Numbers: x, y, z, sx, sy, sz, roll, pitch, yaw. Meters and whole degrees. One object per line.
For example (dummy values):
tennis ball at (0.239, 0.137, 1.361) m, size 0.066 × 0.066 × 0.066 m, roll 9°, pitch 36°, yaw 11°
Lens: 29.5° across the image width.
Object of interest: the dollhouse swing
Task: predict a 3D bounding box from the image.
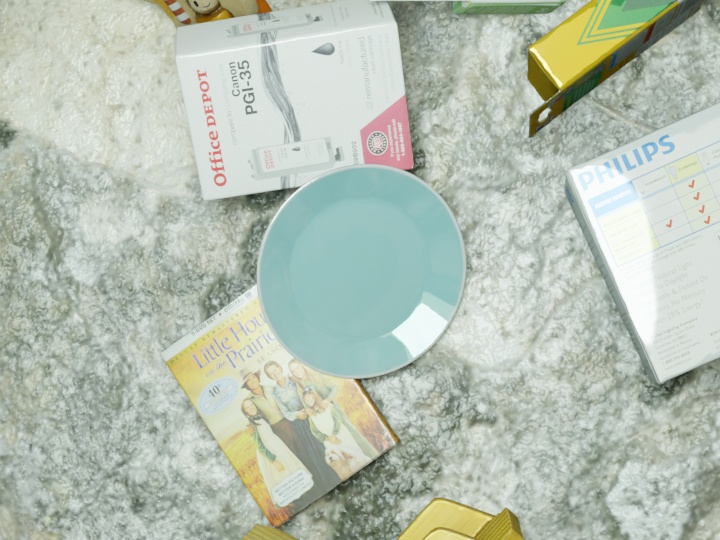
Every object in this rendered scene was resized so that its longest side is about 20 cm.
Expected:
dollhouse swing at (0.015, 0.232, 1.186) m, size 0.176 × 0.200 × 0.182 m, roll 42°, pitch 92°, yaw 5°

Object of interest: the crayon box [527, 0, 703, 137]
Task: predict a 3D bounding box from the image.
crayon box at (0.218, -0.208, 1.230) m, size 0.199 × 0.126 × 0.052 m, roll -37°, pitch 83°, yaw 3°

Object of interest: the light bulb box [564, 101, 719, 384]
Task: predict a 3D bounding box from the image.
light bulb box at (0.307, -0.030, 1.210) m, size 0.197 × 0.125 × 0.201 m, roll -24°, pitch 84°, yaw 5°

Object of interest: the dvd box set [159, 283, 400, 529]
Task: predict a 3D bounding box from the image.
dvd box set at (-0.076, 0.120, 1.291) m, size 0.146 × 0.029 × 0.201 m, roll -34°, pitch 84°, yaw 3°

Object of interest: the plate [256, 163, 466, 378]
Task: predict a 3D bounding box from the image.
plate at (0.000, 0.000, 1.258) m, size 0.198 × 0.026 × 0.202 m, roll -3°, pitch 104°, yaw -14°

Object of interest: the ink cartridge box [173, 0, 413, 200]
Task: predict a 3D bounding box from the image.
ink cartridge box at (-0.060, -0.155, 1.240) m, size 0.198 × 0.083 × 0.148 m, roll -9°, pitch 119°, yaw -2°

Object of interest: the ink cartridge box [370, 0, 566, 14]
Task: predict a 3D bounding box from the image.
ink cartridge box at (0.088, -0.311, 1.252) m, size 0.198 × 0.048 × 0.147 m, roll -4°, pitch 86°, yaw -18°

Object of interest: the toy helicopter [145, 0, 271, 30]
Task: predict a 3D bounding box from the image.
toy helicopter at (-0.185, -0.271, 1.287) m, size 0.199 × 0.133 × 0.079 m, roll 19°, pitch 59°, yaw 24°
